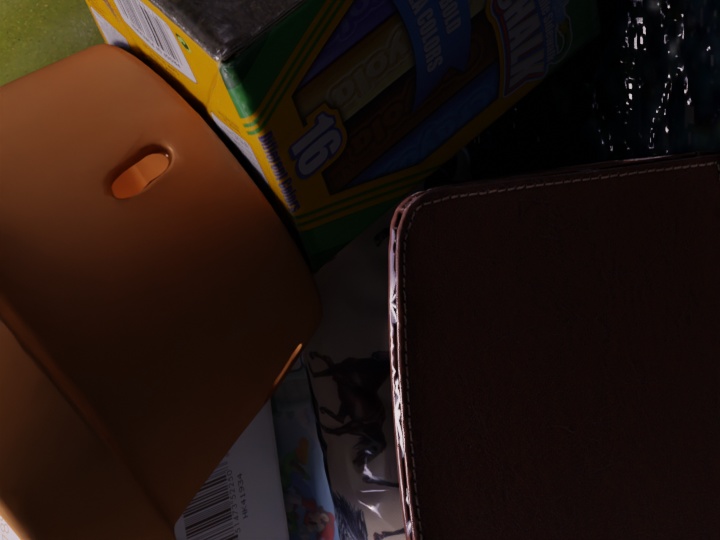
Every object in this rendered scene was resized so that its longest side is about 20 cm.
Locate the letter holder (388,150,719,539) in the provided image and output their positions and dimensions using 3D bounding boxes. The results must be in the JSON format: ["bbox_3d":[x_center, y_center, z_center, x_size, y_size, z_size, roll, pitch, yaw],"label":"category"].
[{"bbox_3d":[0.059,0.066,0.618,0.100,0.141,0.202,0,98,65],"label":"letter holder"}]

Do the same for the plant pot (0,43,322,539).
[{"bbox_3d":[-0.109,0.011,0.634,0.200,0.140,0.200,46,165,16],"label":"plant pot"}]

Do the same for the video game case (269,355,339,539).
[{"bbox_3d":[-0.012,0.060,0.782,0.142,0.017,0.202,-11,95,37],"label":"video game case"}]

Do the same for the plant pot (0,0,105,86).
[{"bbox_3d":[-0.124,-0.123,0.863,0.188,0.199,0.187,53,176,6],"label":"plant pot"}]

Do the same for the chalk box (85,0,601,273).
[{"bbox_3d":[0.006,-0.125,0.631,0.125,0.200,0.124,42,163,34],"label":"chalk box"}]

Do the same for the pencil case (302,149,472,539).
[{"bbox_3d":[0.022,0.041,0.696,0.078,0.089,0.202,-161,61,-79],"label":"pencil case"}]

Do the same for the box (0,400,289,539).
[{"bbox_3d":[-0.139,0.103,0.822,0.199,0.097,0.125,3,105,43],"label":"box"}]
